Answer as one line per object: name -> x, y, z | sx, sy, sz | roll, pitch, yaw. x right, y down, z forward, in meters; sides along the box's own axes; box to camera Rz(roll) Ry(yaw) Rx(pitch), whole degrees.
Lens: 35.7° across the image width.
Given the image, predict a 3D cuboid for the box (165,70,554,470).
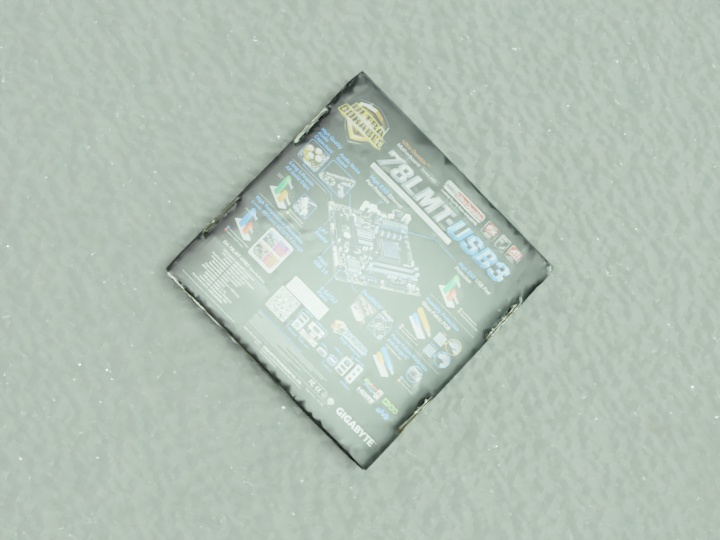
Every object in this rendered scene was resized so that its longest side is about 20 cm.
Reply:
box -> 0.000, 0.000, 0.793 | 0.200, 0.050, 0.199 | 44, 82, -3
